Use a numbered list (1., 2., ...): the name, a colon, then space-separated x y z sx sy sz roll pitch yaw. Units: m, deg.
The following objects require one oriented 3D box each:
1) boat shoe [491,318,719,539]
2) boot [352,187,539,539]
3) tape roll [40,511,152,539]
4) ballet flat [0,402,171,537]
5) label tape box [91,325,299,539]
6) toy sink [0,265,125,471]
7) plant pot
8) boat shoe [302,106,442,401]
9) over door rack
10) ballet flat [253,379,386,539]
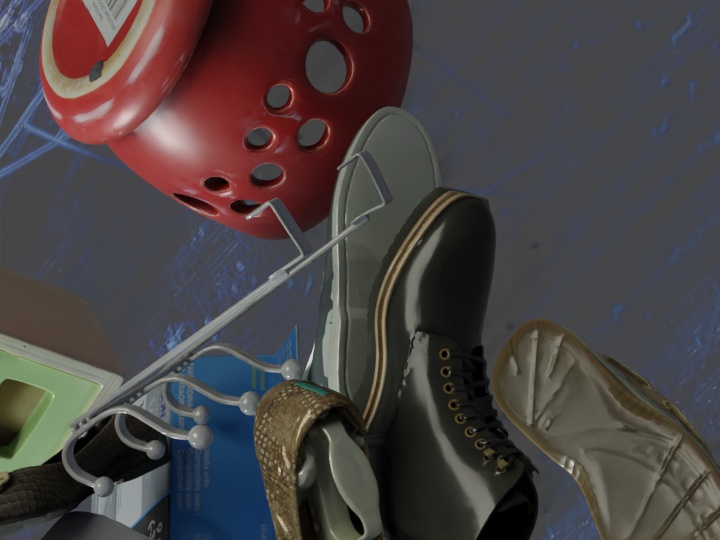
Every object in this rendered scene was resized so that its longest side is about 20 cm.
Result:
1. boat shoe: 0.145 0.099 1.151 0.074 0.066 0.200 -51 51 20
2. boot: 0.064 0.067 1.282 0.138 0.077 0.201 26 106 51
3. tape roll: -0.112 0.225 1.300 0.066 0.201 0.200 -48 28 -24
4. ballet flat: -0.170 0.111 1.306 0.067 0.200 0.047 -19 91 29
5. label tape box: -0.103 0.133 1.423 0.200 0.066 0.144 131 145 -51
6. toy sink: -0.286 0.068 1.623 0.131 0.199 0.112 -55 37 16
7. plant pot: -0.096 -0.139 1.504 0.200 0.182 0.201 -30 50 44
8. boat shoe: 0.000 0.000 1.392 0.062 0.073 0.201 -24 54 55
9. over door rack: -0.063 0.036 1.285 0.200 0.067 0.148 -48 -5 23
10. ballet flat: -0.009 0.156 1.261 0.065 0.070 0.201 -11 97 55
